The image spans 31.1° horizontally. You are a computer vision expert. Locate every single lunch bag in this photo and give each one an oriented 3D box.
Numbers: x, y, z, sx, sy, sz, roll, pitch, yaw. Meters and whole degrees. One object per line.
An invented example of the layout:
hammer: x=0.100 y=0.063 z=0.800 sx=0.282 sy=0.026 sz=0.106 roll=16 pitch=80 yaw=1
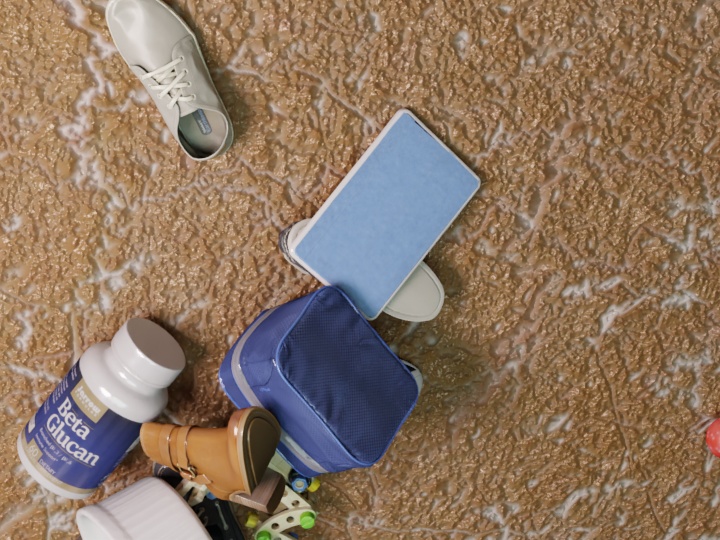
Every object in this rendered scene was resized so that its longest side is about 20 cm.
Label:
lunch bag: x=-0.045 y=0.128 z=1.398 sx=0.132 sy=0.136 sz=0.200 roll=-18 pitch=116 yaw=49

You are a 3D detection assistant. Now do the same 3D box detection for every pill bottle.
pill bottle: x=-0.286 y=0.151 z=1.445 sx=0.111 sy=0.111 sz=0.200 roll=34 pitch=109 yaw=-22

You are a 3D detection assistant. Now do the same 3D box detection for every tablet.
tablet: x=0.028 y=-0.059 z=1.388 sx=0.130 sy=0.014 sz=0.200 roll=40 pitch=86 yaw=-22

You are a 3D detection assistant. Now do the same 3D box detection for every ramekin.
ramekin: x=-0.233 y=0.335 z=1.489 sx=0.097 sy=0.200 sz=0.201 roll=-32 pitch=123 yaw=-25

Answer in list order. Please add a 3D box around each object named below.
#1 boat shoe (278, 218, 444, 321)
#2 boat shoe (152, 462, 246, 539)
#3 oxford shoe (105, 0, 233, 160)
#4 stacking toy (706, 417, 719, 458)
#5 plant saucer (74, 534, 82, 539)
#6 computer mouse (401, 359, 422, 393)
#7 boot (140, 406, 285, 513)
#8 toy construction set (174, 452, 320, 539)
boat shoe: x=0.000 y=0.000 z=1.431 sx=0.199 sy=0.060 sz=0.074 roll=21 pitch=82 yaw=-22
boat shoe: x=-0.189 y=0.302 z=1.567 sx=0.072 sy=0.063 sz=0.201 roll=-23 pitch=119 yaw=5
oxford shoe: x=-0.188 y=-0.194 z=1.302 sx=0.075 sy=0.058 sz=0.201 roll=-25 pitch=117 yaw=9
stacking toy: x=0.510 y=0.252 z=1.629 sx=0.200 sy=0.085 sz=0.085 roll=41 pitch=107 yaw=-17
plant saucer: x=-0.283 y=0.398 z=1.627 sx=0.199 sy=0.032 sz=0.201 roll=-3 pitch=119 yaw=-5
computer mouse: x=-0.019 y=0.126 z=1.504 sx=0.199 sy=0.044 sz=0.110 roll=11 pitch=115 yaw=-13
boot: x=-0.165 y=0.188 z=1.380 sx=0.154 sy=0.074 sz=0.201 roll=20 pitch=146 yaw=15
toy construction set: x=-0.126 y=0.260 z=1.543 sx=0.131 sy=0.092 sz=0.200 roll=-41 pitch=126 yaw=15
